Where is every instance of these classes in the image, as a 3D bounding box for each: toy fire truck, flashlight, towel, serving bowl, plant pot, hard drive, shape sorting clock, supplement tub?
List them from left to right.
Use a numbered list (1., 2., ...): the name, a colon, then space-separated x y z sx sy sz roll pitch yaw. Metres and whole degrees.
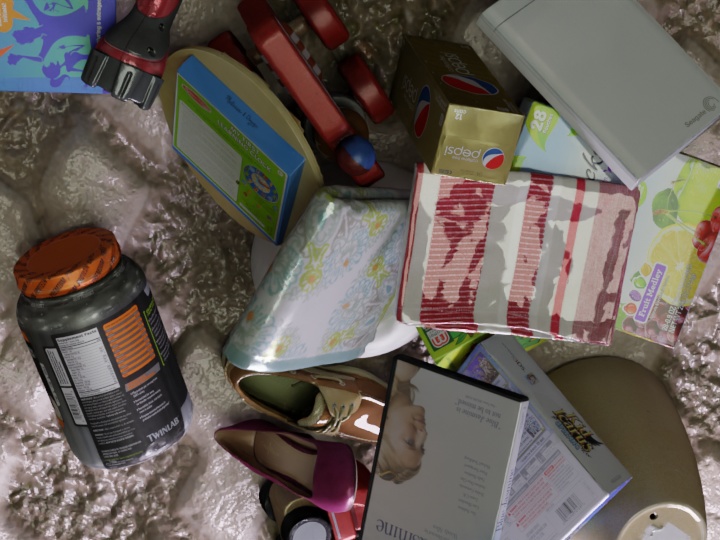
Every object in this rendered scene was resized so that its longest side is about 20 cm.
1. supplement tub: -0.237 0.070 1.448 0.122 0.123 0.200 -18 115 -3
2. flashlight: -0.167 -0.237 1.328 0.068 0.068 0.200 18 98 -44
3. shape sorting clock: -0.101 -0.106 1.370 0.039 0.200 0.200 -40 118 -24
4. toy fire truck: -0.041 -0.148 1.363 0.112 0.168 0.200 -32 115 5
5. towel: -0.021 0.004 1.369 0.048 0.200 0.171 36 109 24
6. serving bowl: 0.000 0.000 1.494 0.200 0.066 0.200 -4 115 -10
7. toy fire truck: 0.022 0.271 1.597 0.200 0.129 0.176 -20 116 -14
8. towel: 0.135 -0.013 1.365 0.200 0.023 0.144 6 102 -11
9. hard drive: 0.214 -0.180 1.388 0.132 0.027 0.200 -37 79 -25
10. plant pot: 0.259 0.214 1.560 0.187 0.200 0.188 -5 115 -11

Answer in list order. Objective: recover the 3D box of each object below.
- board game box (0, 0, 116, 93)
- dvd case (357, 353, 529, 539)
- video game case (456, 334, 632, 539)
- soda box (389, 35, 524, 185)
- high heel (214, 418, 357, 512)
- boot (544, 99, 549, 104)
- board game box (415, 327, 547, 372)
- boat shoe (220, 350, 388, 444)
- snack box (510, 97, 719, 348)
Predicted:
1. board game box: -0.307 -0.229 1.345 0.200 0.045 0.152 0 114 -10
2. dvd case: 0.073 0.192 1.477 0.018 0.143 0.200 -7 111 -56
3. video game case: 0.140 0.182 1.509 0.045 0.181 0.200 -27 160 -40
4. soda box: 0.079 -0.142 1.371 0.068 0.200 0.064 8 112 -13
5. high heel: -0.070 0.184 1.490 0.096 0.200 0.068 8 90 -20
6. boot: 0.207 -0.111 1.486 0.075 0.074 0.200 2 111 -22
7. board game box: 0.158 0.035 1.520 0.200 0.048 0.102 -30 155 3
8. boat shoe: -0.044 0.128 1.533 0.200 0.074 0.076 22 115 -18
9. snack box: 0.213 -0.043 1.421 0.200 0.068 0.169 18 98 -4
